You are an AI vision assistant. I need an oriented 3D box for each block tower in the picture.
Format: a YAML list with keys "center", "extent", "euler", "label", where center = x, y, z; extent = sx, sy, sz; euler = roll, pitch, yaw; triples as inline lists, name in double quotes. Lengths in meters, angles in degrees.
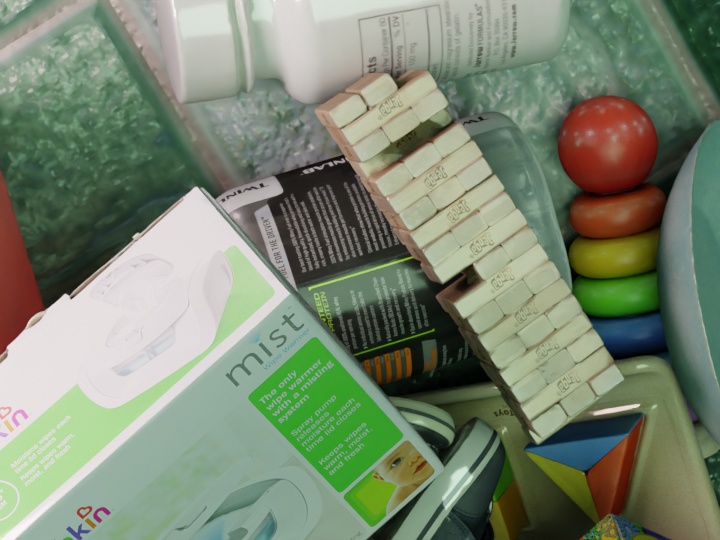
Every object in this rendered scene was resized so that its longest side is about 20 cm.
- center: [0.056, -0.009, 1.389]
  extent: [0.054, 0.058, 0.200]
  euler: [-34, 98, -4]
  label: "block tower"

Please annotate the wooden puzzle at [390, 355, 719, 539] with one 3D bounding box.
- center: [0.106, 0.149, 1.523]
  extent: [0.185, 0.046, 0.201]
  euler: [-11, 112, 28]
  label: "wooden puzzle"

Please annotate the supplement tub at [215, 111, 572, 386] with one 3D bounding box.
- center: [0.000, 0.000, 1.471]
  extent: [0.199, 0.123, 0.123]
  euler: [-16, 107, -7]
  label: "supplement tub"

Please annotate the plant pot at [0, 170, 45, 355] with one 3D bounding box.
- center: [-0.252, -0.003, 1.393]
  extent: [0.200, 0.200, 0.178]
  euler: [-9, 95, -9]
  label: "plant pot"

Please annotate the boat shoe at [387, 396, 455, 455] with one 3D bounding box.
- center: [-0.046, 0.108, 1.455]
  extent: [0.199, 0.075, 0.062]
  euler: [-12, 67, 10]
  label: "boat shoe"

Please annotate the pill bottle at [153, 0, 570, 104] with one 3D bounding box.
- center: [-0.003, -0.146, 1.437]
  extent: [0.199, 0.114, 0.115]
  euler: [-11, 106, -9]
  label: "pill bottle"

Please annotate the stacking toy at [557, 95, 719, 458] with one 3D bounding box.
- center: [0.145, 0.005, 1.528]
  extent: [0.085, 0.085, 0.201]
  euler: [-12, 103, -8]
  label: "stacking toy"

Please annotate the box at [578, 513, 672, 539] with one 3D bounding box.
- center: [0.149, 0.254, 1.452]
  extent: [0.200, 0.122, 0.193]
  euler: [26, 122, -34]
  label: "box"

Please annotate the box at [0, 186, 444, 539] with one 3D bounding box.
- center: [-0.091, 0.091, 1.331]
  extent: [0.200, 0.097, 0.177]
  euler: [-41, 140, -2]
  label: "box"

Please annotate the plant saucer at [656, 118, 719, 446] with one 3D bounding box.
- center: [0.194, 0.021, 1.499]
  extent: [0.039, 0.201, 0.202]
  euler: [-10, 109, 23]
  label: "plant saucer"

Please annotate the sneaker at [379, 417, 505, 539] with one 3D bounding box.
- center: [0.039, 0.167, 1.495]
  extent: [0.079, 0.078, 0.200]
  euler: [33, 122, 1]
  label: "sneaker"
